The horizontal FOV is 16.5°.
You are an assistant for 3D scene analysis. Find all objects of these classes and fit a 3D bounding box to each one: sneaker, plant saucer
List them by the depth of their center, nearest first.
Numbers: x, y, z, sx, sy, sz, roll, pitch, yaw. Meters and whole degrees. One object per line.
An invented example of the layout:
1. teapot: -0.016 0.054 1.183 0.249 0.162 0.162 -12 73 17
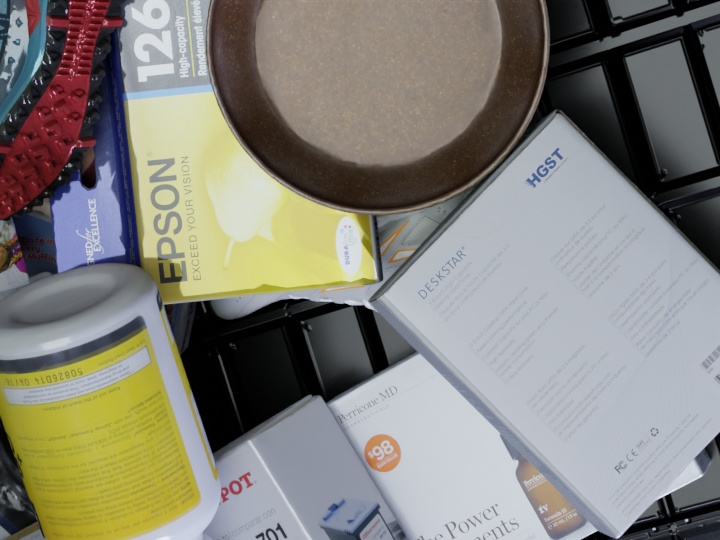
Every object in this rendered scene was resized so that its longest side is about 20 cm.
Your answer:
1. plant saucer: 0.010 -0.133 1.447 0.199 0.037 0.202 0 93 0
2. sneaker: -0.200 -0.128 1.473 0.095 0.079 0.201 30 104 37
3. sneaker: 0.000 0.000 1.551 0.199 0.076 0.092 -24 96 16

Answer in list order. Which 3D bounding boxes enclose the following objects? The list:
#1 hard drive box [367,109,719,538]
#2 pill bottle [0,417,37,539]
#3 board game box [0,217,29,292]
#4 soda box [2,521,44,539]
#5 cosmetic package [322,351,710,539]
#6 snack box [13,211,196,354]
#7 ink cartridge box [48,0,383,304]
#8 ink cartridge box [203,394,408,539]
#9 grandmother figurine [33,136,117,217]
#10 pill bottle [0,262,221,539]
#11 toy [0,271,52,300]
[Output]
1. hard drive box: 0.129 0.032 1.465 0.156 0.077 0.200 -45 91 -4
2. pill bottle: -0.236 0.161 1.608 0.200 0.112 0.112 -43 87 15
3. board game box: -0.297 -0.074 1.568 0.199 0.041 0.201 -10 96 54
4. soda box: -0.158 0.241 1.572 0.068 0.064 0.200 -29 127 14
5. cosmetic package: 0.095 0.103 1.553 0.199 0.052 0.151 -30 88 15
6. snack box: -0.200 -0.008 1.610 0.199 0.024 0.072 20 122 10
7. ink cartridge box: -0.095 -0.082 1.491 0.198 0.047 0.199 -6 95 0
8. ink cartridge box: -0.041 0.202 1.559 0.146 0.086 0.201 -33 89 38
9. grandmother figurine: -0.156 -0.075 1.542 0.200 0.061 0.121 46 115 -5
10. pill bottle: -0.147 0.106 1.467 0.111 0.112 0.201 -11 109 15
11. toy: -0.261 0.054 1.620 0.199 0.047 0.115 -23 137 14
